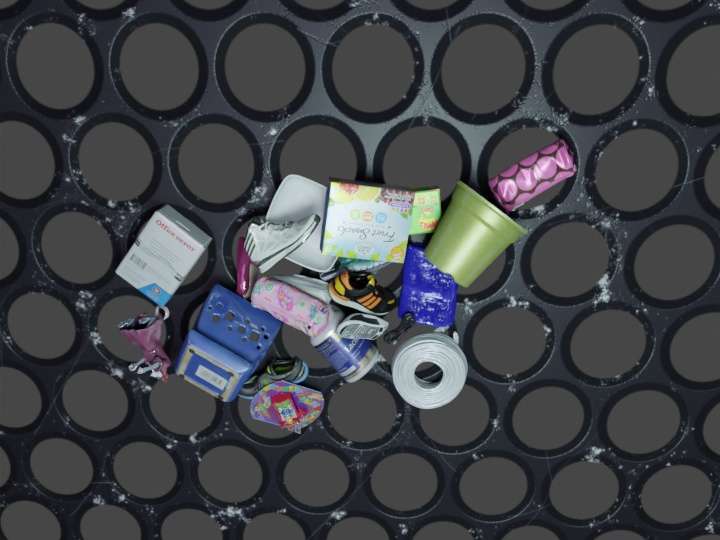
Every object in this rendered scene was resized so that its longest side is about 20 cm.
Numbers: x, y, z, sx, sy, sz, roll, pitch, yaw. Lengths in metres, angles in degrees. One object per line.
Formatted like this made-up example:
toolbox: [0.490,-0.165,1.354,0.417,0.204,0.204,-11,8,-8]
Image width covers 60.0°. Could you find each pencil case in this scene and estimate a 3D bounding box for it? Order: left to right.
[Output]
pencil case: [-0.166,0.086,1.482,0.198,0.087,0.089,26,110,20]
pencil case: [0.397,-0.214,1.433,0.198,0.091,0.095,-31,66,15]

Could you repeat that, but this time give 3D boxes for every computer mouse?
computer mouse: [0.030,0.134,1.528,0.197,0.044,0.110,10,138,-30]

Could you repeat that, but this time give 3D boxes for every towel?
towel: [0.173,0.039,1.549,0.145,0.050,0.204,6,108,1]

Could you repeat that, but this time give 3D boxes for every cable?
cable: [0.178,0.259,1.609,0.197,0.069,0.203,-18,106,9]

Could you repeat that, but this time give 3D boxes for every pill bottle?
pill bottle: [-0.056,0.174,1.573,0.115,0.116,0.200,-40,102,15]

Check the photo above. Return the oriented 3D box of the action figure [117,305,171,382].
action figure: [-0.548,0.203,1.644,0.148,0.133,0.202,-39,122,-28]

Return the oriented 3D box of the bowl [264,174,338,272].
bowl: [-0.123,-0.119,1.505,0.197,0.075,0.202,25,108,-5]

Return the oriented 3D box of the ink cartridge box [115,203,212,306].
ink cartridge box: [-0.486,-0.037,1.549,0.146,0.086,0.201,38,105,-9]

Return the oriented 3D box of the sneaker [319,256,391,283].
sneaker: [0.000,0.000,1.550,0.196,0.075,0.088,-15,130,11]

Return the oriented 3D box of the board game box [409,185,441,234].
board game box: [0.095,-0.138,1.497,0.196,0.048,0.104,-6,108,6]

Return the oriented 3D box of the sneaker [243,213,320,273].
sneaker: [-0.193,-0.092,1.441,0.199,0.076,0.116,-37,104,17]

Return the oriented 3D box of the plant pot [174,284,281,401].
plant pot: [-0.335,0.191,1.531,0.198,0.181,0.201,31,133,-6]

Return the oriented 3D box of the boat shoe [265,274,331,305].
boat shoe: [-0.152,0.040,1.550,0.197,0.069,0.073,7,123,32]

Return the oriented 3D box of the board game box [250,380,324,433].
board game box: [-0.190,0.371,1.645,0.198,0.039,0.159,22,119,-27]

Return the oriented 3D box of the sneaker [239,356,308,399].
sneaker: [-0.235,0.273,1.633,0.196,0.071,0.083,-21,130,5]

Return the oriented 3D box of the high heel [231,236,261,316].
high heel: [-0.301,0.017,1.579,0.096,0.067,0.202,36,108,14]

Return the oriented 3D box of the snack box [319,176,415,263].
snack box: [0.014,-0.114,1.430,0.196,0.068,0.172,6,107,-11]

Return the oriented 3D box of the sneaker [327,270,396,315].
sneaker: [0.022,0.051,1.507,0.197,0.071,0.090,15,139,-32]

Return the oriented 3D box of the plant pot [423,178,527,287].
plant pot: [0.245,-0.073,1.420,0.199,0.201,0.185,34,102,-8]
